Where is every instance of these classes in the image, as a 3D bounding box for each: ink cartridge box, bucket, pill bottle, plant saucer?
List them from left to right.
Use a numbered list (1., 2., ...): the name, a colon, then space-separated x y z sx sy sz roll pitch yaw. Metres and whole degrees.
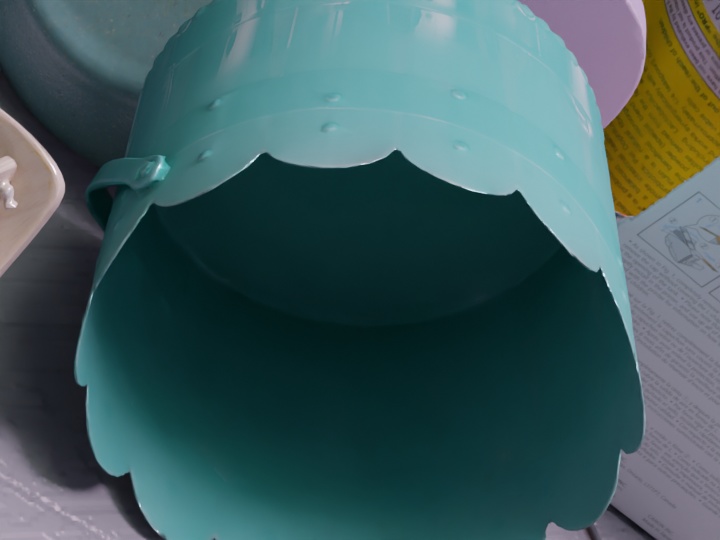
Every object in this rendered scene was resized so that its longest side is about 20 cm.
1. plant saucer: -0.057 -0.131 1.124 0.200 0.200 0.036 56 6 13
2. bucket: 0.000 0.000 1.054 0.207 0.207 0.135 31 35 -22
3. pill bottle: 0.132 -0.057 1.245 0.109 0.200 0.110 28 38 -25
4. ink cartridge box: 0.148 0.029 1.178 0.162 0.200 0.057 38 42 -14

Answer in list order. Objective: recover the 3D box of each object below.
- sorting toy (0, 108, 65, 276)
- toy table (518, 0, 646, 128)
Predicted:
1. sorting toy: -0.227 -0.026 0.927 0.180 0.107 0.200 44 34 9
2. toy table: 0.014 -0.113 1.213 0.199 0.185 0.117 6 35 0
